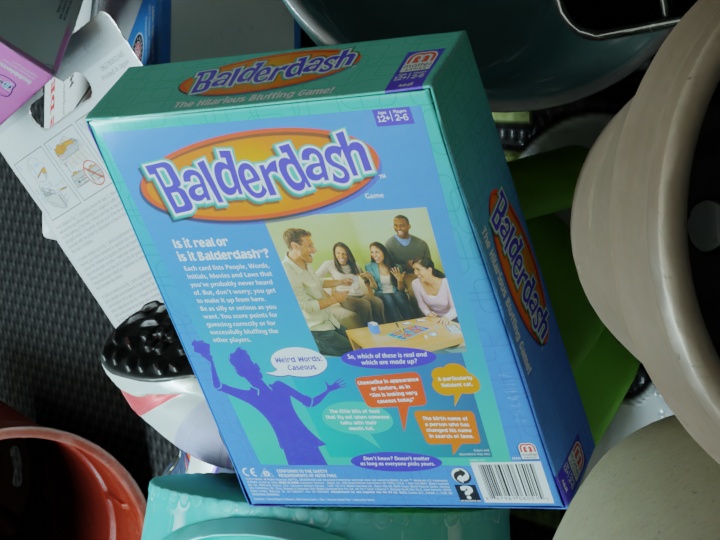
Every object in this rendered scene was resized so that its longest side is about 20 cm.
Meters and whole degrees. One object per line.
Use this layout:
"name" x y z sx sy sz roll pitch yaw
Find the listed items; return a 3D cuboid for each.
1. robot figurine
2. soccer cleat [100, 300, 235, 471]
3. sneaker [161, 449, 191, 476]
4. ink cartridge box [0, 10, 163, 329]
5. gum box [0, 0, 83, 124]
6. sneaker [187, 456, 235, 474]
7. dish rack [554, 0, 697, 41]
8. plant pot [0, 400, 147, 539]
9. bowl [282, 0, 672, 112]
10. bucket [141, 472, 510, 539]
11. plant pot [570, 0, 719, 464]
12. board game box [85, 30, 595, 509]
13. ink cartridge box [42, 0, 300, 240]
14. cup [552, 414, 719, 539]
"robot figurine" 0.031 0.002 0.930 0.200 0.116 0.175 42 146 -11
"soccer cleat" -0.051 0.073 1.034 0.200 0.068 0.073 20 149 48
"sneaker" -0.073 0.098 1.230 0.078 0.075 0.200 29 131 41
"ink cartridge box" -0.100 -0.033 1.094 0.161 0.050 0.200 -25 98 52
"gum box" -0.188 -0.162 1.093 0.113 0.066 0.200 -34 33 43
"sneaker" -0.021 0.170 1.143 0.146 0.081 0.200 27 126 29
"dish rack" 0.136 -0.194 0.772 0.153 0.055 0.200 -8 92 35
"plant pot" -0.268 0.175 1.454 0.195 0.200 0.201 -151 57 -61
"bowl" 0.041 -0.149 0.878 0.105 0.201 0.201 131 124 -74
"bucket" -0.019 0.172 1.011 0.207 0.207 0.135 2 88 58
"plant pot" 0.159 -0.016 0.729 0.175 0.200 0.201 -177 78 -74
"board game box" -0.005 0.007 0.840 0.152 0.045 0.200 -2 125 27
"ink cartridge box" -0.109 -0.113 1.164 0.200 0.084 0.146 -42 44 54
"cup" 0.146 0.134 0.796 0.143 0.200 0.201 -105 22 -56
